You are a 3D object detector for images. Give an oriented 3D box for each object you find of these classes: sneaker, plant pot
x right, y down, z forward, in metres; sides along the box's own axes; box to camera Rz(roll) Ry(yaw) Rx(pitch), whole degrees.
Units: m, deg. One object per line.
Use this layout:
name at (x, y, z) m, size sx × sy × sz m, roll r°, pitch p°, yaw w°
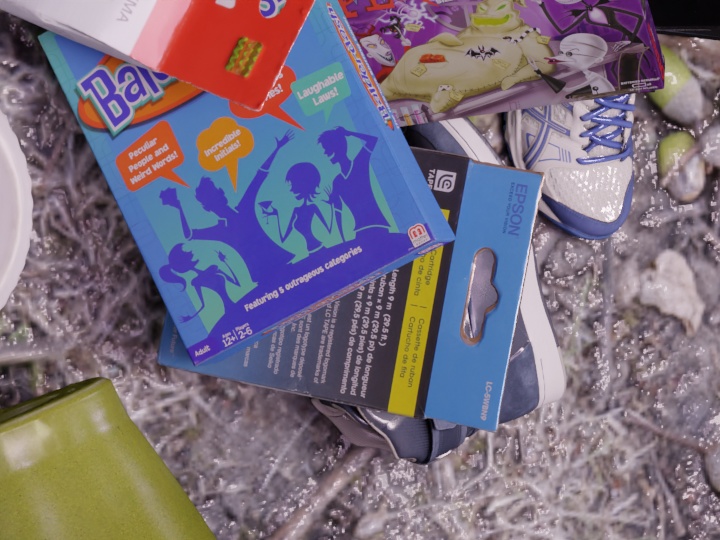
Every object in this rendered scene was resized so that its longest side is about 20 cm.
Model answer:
sneaker at (0.131, -0.111, 1.362) m, size 0.075 × 0.088 × 0.200 m, roll -19°, pitch 105°, yaw -23°
plant pot at (-0.158, 0.166, 1.225) m, size 0.200 × 0.200 × 0.193 m, roll -22°, pitch 93°, yaw -20°
sneaker at (0.029, 0.015, 1.338) m, size 0.146 × 0.077 × 0.203 m, roll -25°, pitch 107°, yaw -22°

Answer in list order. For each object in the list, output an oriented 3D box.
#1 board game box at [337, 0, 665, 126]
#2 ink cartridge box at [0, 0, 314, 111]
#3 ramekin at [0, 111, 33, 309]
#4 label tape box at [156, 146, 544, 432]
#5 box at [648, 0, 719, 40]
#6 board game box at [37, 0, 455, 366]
board game box at (0.058, -0.134, 1.269) m, size 0.200 × 0.032 × 0.120 m, roll -7°, pitch 134°, yaw 17°
ink cartridge box at (-0.105, -0.188, 1.196) m, size 0.162 × 0.200 × 0.050 m, roll -64°, pitch 149°, yaw -5°
ramekin at (-0.262, -0.033, 1.193) m, size 0.202 × 0.094 × 0.203 m, roll -3°, pitch 97°, yaw -23°
label tape box at (0.000, 0.000, 1.269) m, size 0.200 × 0.063 × 0.145 m, roll 11°, pitch 93°, yaw 17°
box at (0.262, -0.176, 1.350) m, size 0.163 × 0.200 × 0.086 m, roll 3°, pitch 94°, yaw -25°
board game box at (-0.062, -0.071, 1.229) m, size 0.152 × 0.045 × 0.200 m, roll -28°, pitch 84°, yaw 15°
